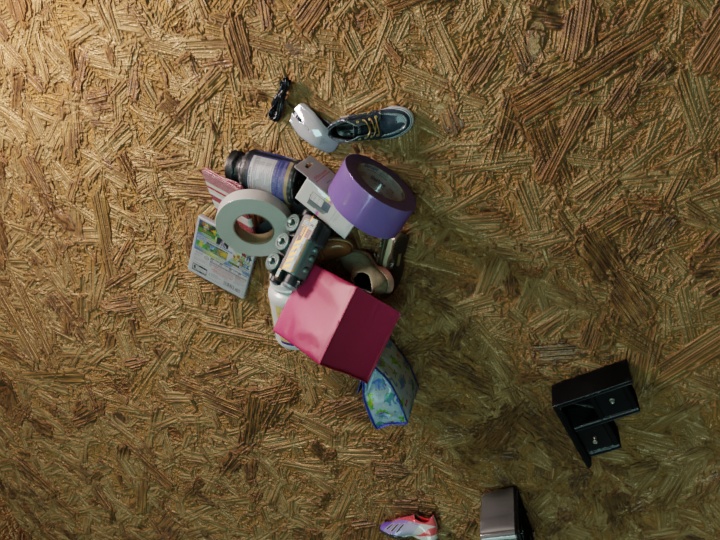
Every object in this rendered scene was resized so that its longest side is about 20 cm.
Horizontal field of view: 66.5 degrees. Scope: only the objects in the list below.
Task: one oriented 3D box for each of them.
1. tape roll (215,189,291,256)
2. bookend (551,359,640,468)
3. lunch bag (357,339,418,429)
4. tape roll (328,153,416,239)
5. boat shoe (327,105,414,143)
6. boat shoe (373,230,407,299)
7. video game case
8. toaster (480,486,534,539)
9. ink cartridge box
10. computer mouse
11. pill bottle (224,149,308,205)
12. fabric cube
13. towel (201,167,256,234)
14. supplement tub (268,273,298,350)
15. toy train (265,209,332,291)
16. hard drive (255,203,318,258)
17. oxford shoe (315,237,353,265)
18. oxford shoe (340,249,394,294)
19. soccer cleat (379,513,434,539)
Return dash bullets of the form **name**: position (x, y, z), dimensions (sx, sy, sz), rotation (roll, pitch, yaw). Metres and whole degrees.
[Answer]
- **tape roll**: position (-0.269, -0.117, 1.396), dimensions (0.197, 0.038, 0.206), rotation (1, 138, 1)
- **bookend**: position (0.606, 0.356, 1.358), dimensions (0.196, 0.092, 0.203), rotation (-27, 103, 27)
- **lunch bag**: position (0.065, 0.290, 1.479), dimensions (0.124, 0.171, 0.204), rotation (-14, 108, 20)
- **tape roll**: position (0.028, -0.173, 1.273), dimensions (0.198, 0.200, 0.086), rotation (37, 120, 0)
- **boat shoe**: position (0.022, -0.329, 1.269), dimensions (0.195, 0.091, 0.073), rotation (-3, 112, 21)
- **boat shoe**: position (0.069, -0.025, 1.408), dimensions (0.075, 0.073, 0.206), rotation (42, 132, 36)
- **video game case**: position (-0.398, -0.038, 1.586), dimensions (0.196, 0.022, 0.185), rotation (27, 119, 8)
- **toaster**: position (0.417, 0.750, 1.538), dimensions (0.116, 0.201, 0.184), rotation (-17, 107, 20)
- **ink cartridge box**: position (-0.081, -0.184, 1.354), dimensions (0.199, 0.117, 0.068), rotation (40, 121, -1)
- **computer mouse**: position (-0.136, -0.364, 1.337), dimensions (0.199, 0.044, 0.110), rotation (39, 119, 0)
- **pill bottle**: position (-0.237, -0.241, 1.388), dimensions (0.195, 0.112, 0.115), rotation (15, 117, 14)
- **fabric cube**: position (-0.056, 0.127, 1.354), dimensions (0.197, 0.199, 0.200), rotation (23, 83, 44)
- **towel**: position (-0.337, -0.166, 1.444), dimensions (0.142, 0.023, 0.203), rotation (29, 148, 26)
- **supplement tub**: position (-0.171, 0.094, 1.479), dimensions (0.141, 0.146, 0.204), rotation (7, 123, 16)
- **toy train**: position (-0.151, -0.049, 1.336), dimensions (0.112, 0.085, 0.204), rotation (22, 83, 38)
- **hard drive**: position (-0.183, -0.096, 1.472), dimensions (0.197, 0.042, 0.137), rotation (-24, 103, 27)
- **oxford shoe**: position (-0.111, -0.032, 1.416), dimensions (0.195, 0.073, 0.072), rotation (-12, 140, 8)
- **oxford shoe**: position (0.000, 0.000, 1.387), dimensions (0.199, 0.072, 0.073), rotation (31, 124, 47)
- **soccer cleat**: position (0.152, 0.806, 1.742), dimensions (0.195, 0.068, 0.075), rotation (-6, 87, 26)
